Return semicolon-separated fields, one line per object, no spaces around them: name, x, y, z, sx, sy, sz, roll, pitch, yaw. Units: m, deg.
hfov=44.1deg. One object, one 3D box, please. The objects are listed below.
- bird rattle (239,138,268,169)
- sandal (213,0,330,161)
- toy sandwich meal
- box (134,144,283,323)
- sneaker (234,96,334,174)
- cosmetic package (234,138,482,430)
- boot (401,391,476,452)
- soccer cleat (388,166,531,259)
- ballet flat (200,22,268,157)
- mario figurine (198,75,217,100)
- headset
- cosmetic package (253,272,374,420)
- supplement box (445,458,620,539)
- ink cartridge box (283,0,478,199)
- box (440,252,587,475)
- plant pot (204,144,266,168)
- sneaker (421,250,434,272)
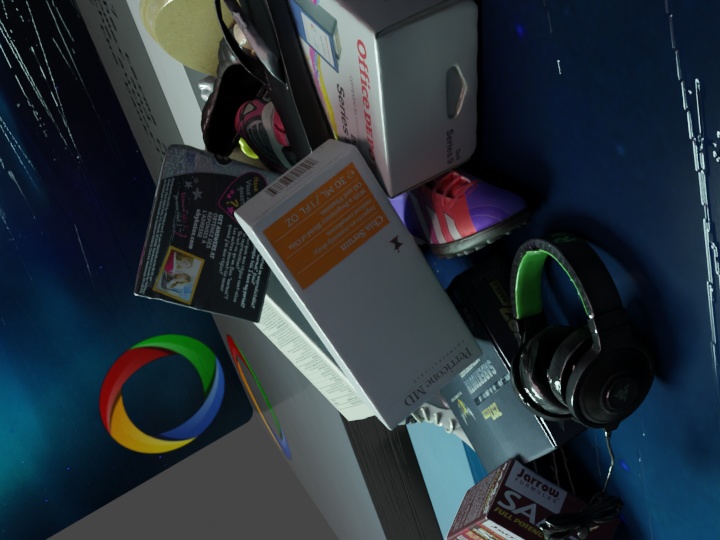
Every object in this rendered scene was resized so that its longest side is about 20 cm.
bird rattle;-0.075;-0.099;0.963;0.163;0.111;0.204;-119;10;-73
sandal;-0.076;-0.173;0.694;0.203;0.042;0.076;68;164;-13
toy sandwich meal;-0.108;-0.248;0.808;0.205;0.200;0.072;117;154;-71
box;-0.141;-0.038;0.831;0.200;0.112;0.135;-162;85;-75
sneaker;-0.041;-0.106;0.846;0.074;0.082;0.200;13;161;32
cosmetic package;0.000;0.011;0.697;0.202;0.101;0.071;56;172;-20
boot;0.080;0.141;0.921;0.202;0.094;0.074;59;164;14
soccer cleat;0.067;-0.056;0.702;0.075;0.067;0.200;70;166;-10
ballet flat;-0.107;-0.170;0.833;0.200;0.065;0.058;131;141;-61
mario figurine;-0.184;-0.276;1.084;0.123;0.105;0.202;32;150;45
headset;0.141;0.078;0.619;0.123;0.092;0.204;165;89;-75
cosmetic package;-0.039;0.063;0.987;0.200;0.087;0.103;47;154;-7
supplement box;0.153;0.245;0.838;0.107;0.062;0.201;28;157;7
ink cartridge box;0.001;-0.177;0.676;0.200;0.086;0.147;49;159;37
box;0.119;0.094;0.797;0.159;0.050;0.200;59;164;12
plant pot;-0.132;-0.081;1.116;0.200;0.197;0.178;-144;44;-58
sneaker;0.000;-0.001;0.845;0.201;0.109;0.078;-110;20;-63
